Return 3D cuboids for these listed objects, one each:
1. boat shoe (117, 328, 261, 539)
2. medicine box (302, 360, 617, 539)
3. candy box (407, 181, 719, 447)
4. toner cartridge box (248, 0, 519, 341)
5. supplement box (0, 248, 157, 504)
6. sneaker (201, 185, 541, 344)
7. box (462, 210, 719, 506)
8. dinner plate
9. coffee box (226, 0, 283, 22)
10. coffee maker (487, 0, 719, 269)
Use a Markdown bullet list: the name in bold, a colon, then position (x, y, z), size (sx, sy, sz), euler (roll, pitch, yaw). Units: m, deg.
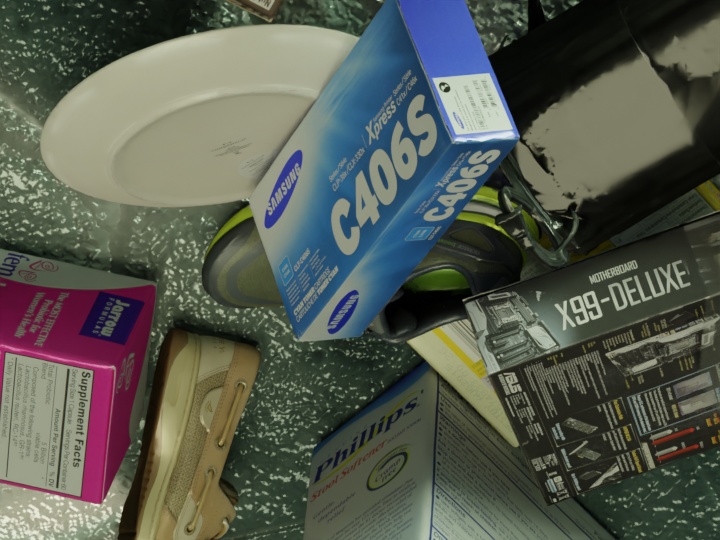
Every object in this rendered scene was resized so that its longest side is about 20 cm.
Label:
- **boat shoe**: position (-0.104, 0.138, 1.641), size (0.064, 0.071, 0.200), euler (11, 98, -12)
- **medicine box**: position (0.062, 0.185, 1.607), size (0.103, 0.200, 0.182), euler (-38, 111, 21)
- **candy box**: position (0.133, 0.014, 1.601), size (0.200, 0.026, 0.102), euler (-36, 114, 23)
- **toner cartridge box**: position (0.008, -0.052, 1.449), size (0.043, 0.095, 0.200), euler (-4, 150, -30)
- **supplement box**: position (-0.229, 0.051, 1.599), size (0.200, 0.101, 0.104), euler (12, 121, 4)
- **sneaker**: position (0.000, 0.000, 1.559), size (0.200, 0.081, 0.074), euler (-6, 131, 20)
- **box**: position (0.155, 0.052, 1.538), size (0.157, 0.050, 0.200), euler (-20, 151, 5)
- **dinner plate**: position (-0.075, -0.075, 1.499), size (0.200, 0.024, 0.200), euler (-11, 158, -5)
- **coffee box**: position (-0.029, -0.246, 1.411), size (0.080, 0.114, 0.200), euler (27, 120, -11)
- **coffee maker**: position (0.175, -0.099, 1.434), size (0.200, 0.192, 0.135), euler (-31, 127, 23)
